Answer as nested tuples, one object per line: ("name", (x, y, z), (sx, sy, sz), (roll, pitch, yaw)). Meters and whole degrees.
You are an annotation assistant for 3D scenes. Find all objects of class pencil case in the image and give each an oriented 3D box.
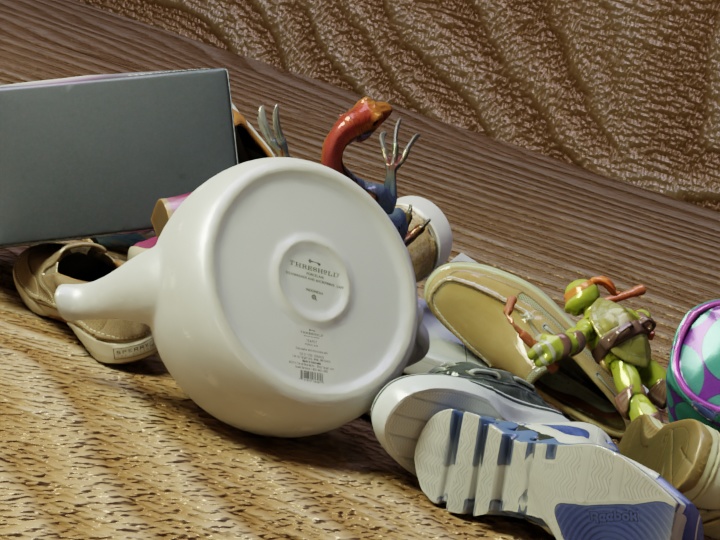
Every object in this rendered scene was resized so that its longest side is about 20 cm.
("pencil case", (0.260, 0.097, 1.564), (0.092, 0.085, 0.200), (40, -12, 22))

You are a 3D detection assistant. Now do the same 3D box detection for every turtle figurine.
("turtle figurine", (0.206, 0.062, 1.719), (0.199, 0.064, 0.162), (-8, 59, -54))

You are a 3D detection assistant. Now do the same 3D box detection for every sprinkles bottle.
("sprinkles bottle", (0.000, 0.000, 1.756), (0.068, 0.069, 0.200), (19, 26, 24))

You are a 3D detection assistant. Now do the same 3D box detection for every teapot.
("teapot", (-0.064, 0.028, 1.500), (0.197, 0.201, 0.146), (-42, 7, -36))

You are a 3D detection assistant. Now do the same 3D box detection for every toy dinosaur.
("toy dinosaur", (0.010, -0.042, 1.579), (0.104, 0.201, 0.182), (-23, -14, 1))

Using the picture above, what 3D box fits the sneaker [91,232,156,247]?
("sneaker", (-0.191, -0.071, 2.029), (0.089, 0.079, 0.200), (-17, 9, 21))

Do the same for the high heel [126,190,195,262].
("high heel", (-0.113, -0.013, 1.626), (0.095, 0.068, 0.200), (-12, -25, -20))

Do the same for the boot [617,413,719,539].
("boot", (0.249, 0.155, 1.482), (0.154, 0.073, 0.200), (24, -10, -8))

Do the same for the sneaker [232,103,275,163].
("sneaker", (-0.094, -0.058, 1.846), (0.085, 0.073, 0.201), (47, -11, 50))

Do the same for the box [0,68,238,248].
("box", (-0.217, -0.086, 1.725), (0.198, 0.124, 0.198), (-8, 4, -23))

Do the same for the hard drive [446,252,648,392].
("hard drive", (0.155, 0.055, 1.889), (0.199, 0.025, 0.132), (33, 12, 6))

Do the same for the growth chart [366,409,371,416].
("growth chart", (0.030, 0.096, 1.652), (0.199, 0.018, 0.144), (20, 11, 32))

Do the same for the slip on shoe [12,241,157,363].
("slip on shoe", (-0.201, 0.006, 1.619), (0.075, 0.061, 0.200), (-16, 25, -19))

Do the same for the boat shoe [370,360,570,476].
("boat shoe", (0.066, 0.098, 1.504), (0.199, 0.072, 0.071), (20, 23, -50))

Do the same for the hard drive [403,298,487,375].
("hard drive", (0.005, 0.039, 1.812), (0.198, 0.027, 0.132), (18, 18, -6))

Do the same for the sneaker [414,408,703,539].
("sneaker", (0.143, 0.134, 1.411), (0.198, 0.081, 0.115), (21, 13, 38))

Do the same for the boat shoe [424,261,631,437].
("boat shoe", (0.137, 0.064, 1.757), (0.199, 0.072, 0.076), (29, 28, -6))
